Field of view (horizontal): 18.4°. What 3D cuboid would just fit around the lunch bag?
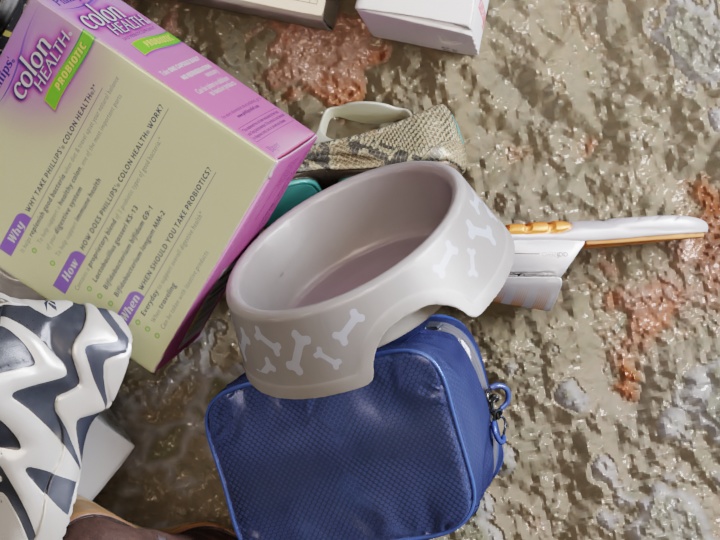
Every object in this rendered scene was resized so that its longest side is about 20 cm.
[{"bbox_3d":[0.007,0.109,1.528,0.198,0.132,0.137,-11,99,14],"label":"lunch bag"}]

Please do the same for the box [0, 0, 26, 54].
[{"bbox_3d":[-0.308,-0.160,1.527,0.049,0.200,0.163,14,92,25],"label":"box"}]

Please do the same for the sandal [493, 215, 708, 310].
[{"bbox_3d":[0.140,-0.003,1.545,0.205,0.079,0.060,-4,86,3],"label":"sandal"}]

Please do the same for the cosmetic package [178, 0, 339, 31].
[{"bbox_3d":[-0.109,-0.240,1.574,0.198,0.073,0.104,13,91,6],"label":"cosmetic package"}]

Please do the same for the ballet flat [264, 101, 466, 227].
[{"bbox_3d":[-0.025,-0.078,1.573,0.198,0.068,0.076,-12,68,6],"label":"ballet flat"}]

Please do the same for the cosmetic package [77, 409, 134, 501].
[{"bbox_3d":[-0.258,0.076,1.525,0.200,0.102,0.074,37,93,-32],"label":"cosmetic package"}]

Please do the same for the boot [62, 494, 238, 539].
[{"bbox_3d":[-0.117,0.225,1.492,0.199,0.166,0.073,25,101,-30],"label":"boot"}]

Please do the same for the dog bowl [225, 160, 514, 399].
[{"bbox_3d":[0.000,0.000,1.466,0.199,0.200,0.059,-26,114,5],"label":"dog bowl"}]

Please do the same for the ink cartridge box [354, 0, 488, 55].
[{"bbox_3d":[0.058,-0.259,1.521,0.085,0.148,0.202,12,90,6],"label":"ink cartridge box"}]

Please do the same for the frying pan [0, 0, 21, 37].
[{"bbox_3d":[-0.252,-0.173,1.526,0.031,0.115,0.191,25,93,-5],"label":"frying pan"}]

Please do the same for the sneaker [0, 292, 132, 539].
[{"bbox_3d":[-0.241,0.104,1.441,0.129,0.080,0.200,20,102,-22],"label":"sneaker"}]

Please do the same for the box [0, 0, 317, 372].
[{"bbox_3d":[-0.163,-0.066,1.505,0.199,0.097,0.177,34,110,5],"label":"box"}]

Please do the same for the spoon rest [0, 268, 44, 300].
[{"bbox_3d":[-0.274,0.019,1.602,0.099,0.061,0.200,45,80,3],"label":"spoon rest"}]
